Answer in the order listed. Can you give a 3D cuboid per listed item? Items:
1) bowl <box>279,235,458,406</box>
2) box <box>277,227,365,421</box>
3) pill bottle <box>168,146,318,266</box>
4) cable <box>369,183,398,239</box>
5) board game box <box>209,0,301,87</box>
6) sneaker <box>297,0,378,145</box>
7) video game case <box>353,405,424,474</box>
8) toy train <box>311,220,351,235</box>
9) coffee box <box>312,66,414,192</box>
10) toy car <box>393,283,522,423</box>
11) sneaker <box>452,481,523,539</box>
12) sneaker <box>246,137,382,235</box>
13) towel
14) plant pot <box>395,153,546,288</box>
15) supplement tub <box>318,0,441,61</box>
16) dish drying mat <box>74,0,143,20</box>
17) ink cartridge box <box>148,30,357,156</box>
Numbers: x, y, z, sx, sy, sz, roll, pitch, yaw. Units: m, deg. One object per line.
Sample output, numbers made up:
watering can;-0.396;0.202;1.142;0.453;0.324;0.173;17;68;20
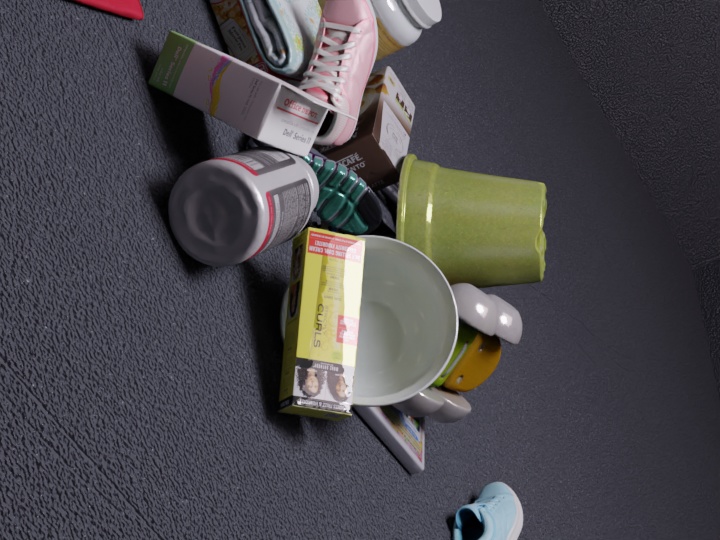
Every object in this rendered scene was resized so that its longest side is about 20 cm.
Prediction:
bowl;0.008;0.068;1.514;0.090;0.201;0.201;96;-21;-72
box;-0.041;0.059;1.432;0.075;0.050;0.200;12;70;-21
pill bottle;-0.116;-0.075;1.421;0.111;0.111;0.200;66;22;-3
cable;0.037;-0.093;1.871;0.200;0.051;0.163;21;50;-60
board game box;-0.135;-0.326;1.710;0.151;0.046;0.200;-11;79;-67
sneaker;-0.032;-0.247;1.617;0.105;0.075;0.201;-33;134;-69
video game case;0.025;0.130;1.664;0.200;0.024;0.182;52;26;-34
toy train;0.000;0.000;1.700;0.200;0.046;0.034;49;28;-37
coffee box;0.000;-0.183;1.790;0.080;0.114;0.200;56;24;-27
toy car;0.094;0.087;1.659;0.150;0.175;0.200;39;9;28
sneaker;0.162;0.325;1.717;0.082;0.074;0.200;62;21;-20
sneaker;-0.053;-0.125;1.629;0.200;0.074;0.088;36;25;-25
towel;-0.096;-0.336;1.682;0.171;0.048;0.200;-5;74;-66
plant pot;0.151;-0.051;1.733;0.200;0.184;0.201;2;90;-80
supplement tub;-0.003;-0.360;1.840;0.145;0.200;0.145;49;28;-38
dish drying mat;-0.294;-0.311;1.369;0.200;0.018;0.077;0;70;-67
ink cartridge box;-0.116;-0.184;1.435;0.200;0.067;0.117;28;8;26
